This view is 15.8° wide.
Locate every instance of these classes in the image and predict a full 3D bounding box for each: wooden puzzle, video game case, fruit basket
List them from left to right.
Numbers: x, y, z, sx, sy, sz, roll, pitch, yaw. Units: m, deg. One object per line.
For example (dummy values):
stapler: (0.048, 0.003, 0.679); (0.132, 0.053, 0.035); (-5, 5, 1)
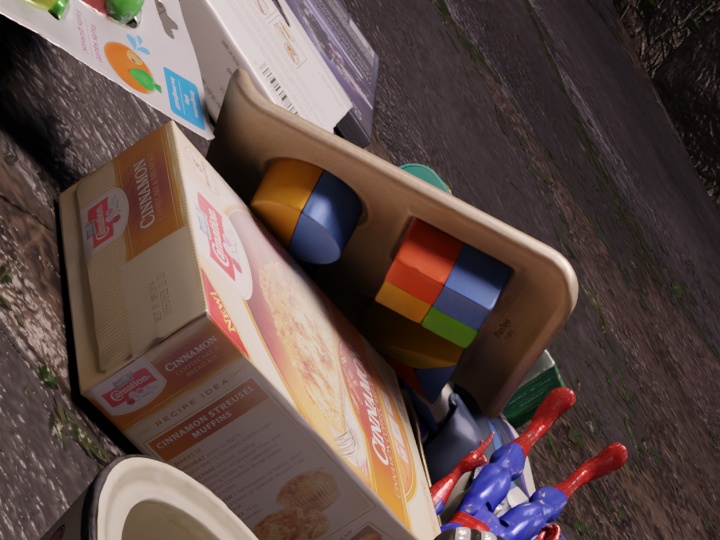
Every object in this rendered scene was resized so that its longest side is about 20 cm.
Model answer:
fruit basket: (-0.153, -0.167, 1.241); (0.199, 0.094, 0.186); (26, 30, -31)
video game case: (-0.034, -0.179, 1.902); (0.143, 0.019, 0.200); (54, 15, -17)
wooden puzzle: (0.000, 0.000, 1.306); (0.199, 0.046, 0.185); (32, -24, 2)

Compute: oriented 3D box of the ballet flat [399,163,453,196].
ballet flat: (0.047, 0.022, 1.693); (0.064, 0.075, 0.201); (91, -12, -51)

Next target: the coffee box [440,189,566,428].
coffee box: (0.070, 0.025, 1.508); (0.123, 0.044, 0.200); (58, 1, 11)

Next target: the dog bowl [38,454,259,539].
dog bowl: (-0.064, 0.171, 0.928); (0.200, 0.074, 0.200); (53, 15, -22)

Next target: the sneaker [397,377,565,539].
sneaker: (0.047, 0.130, 1.411); (0.146, 0.080, 0.201); (38, 26, -42)

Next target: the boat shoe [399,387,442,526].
boat shoe: (0.031, 0.155, 1.316); (0.073, 0.063, 0.201); (38, 24, -55)

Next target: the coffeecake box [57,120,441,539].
coffeecake box: (-0.052, 0.052, 1.222); (0.200, 0.073, 0.154); (49, 16, -35)

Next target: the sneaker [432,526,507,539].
sneaker: (0.029, 0.223, 1.161); (0.075, 0.116, 0.201); (22, 51, -1)

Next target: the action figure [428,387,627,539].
action figure: (0.065, 0.124, 1.298); (0.066, 0.052, 0.200); (50, 44, 2)

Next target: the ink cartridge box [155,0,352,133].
ink cartridge box: (-0.086, -0.159, 1.624); (0.201, 0.043, 0.174); (57, 13, -7)
